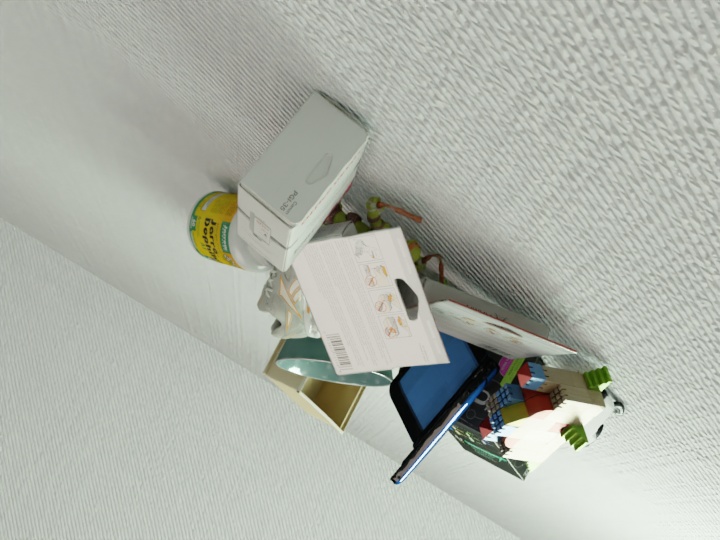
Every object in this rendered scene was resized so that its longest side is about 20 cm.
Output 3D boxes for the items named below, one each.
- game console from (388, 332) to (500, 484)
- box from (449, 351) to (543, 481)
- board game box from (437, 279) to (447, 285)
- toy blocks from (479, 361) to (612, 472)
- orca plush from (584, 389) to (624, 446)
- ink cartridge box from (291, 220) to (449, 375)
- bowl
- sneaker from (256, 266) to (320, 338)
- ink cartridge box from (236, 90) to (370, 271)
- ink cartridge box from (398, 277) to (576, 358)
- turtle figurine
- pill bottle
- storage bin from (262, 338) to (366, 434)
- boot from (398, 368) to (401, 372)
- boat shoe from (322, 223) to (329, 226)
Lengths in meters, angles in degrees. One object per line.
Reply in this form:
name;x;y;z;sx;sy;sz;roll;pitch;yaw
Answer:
game console;0.094;0.175;1.546;0.118;0.201;0.170;41;-150;10
box;0.215;0.208;1.680;0.123;0.150;0.200;23;163;33
board game box;0.064;0.068;1.613;0.048;0.100;0.200;65;165;4
toy blocks;0.235;0.198;1.493;0.135;0.101;0.201;13;135;-29
orca plush;0.340;0.201;1.629;0.104;0.072;0.200;-23;151;13
ink cartridge box;0.013;0.033;1.380;0.171;0.044;0.203;-9;116;28
bowl;-0.035;0.118;1.777;0.196;0.107;0.201;8;165;2
sneaker;-0.112;0.022;1.585;0.076;0.090;0.203;-103;3;-60
ink cartridge box;-0.070;-0.099;1.260;0.082;0.147;0.200;37;165;3
ink cartridge box;0.161;0.061;1.411;0.197;0.044;0.173;22;165;-19
turtle figurine;0.027;-0.033;1.443;0.159;0.065;0.200;20;162;37
pill bottle;-0.177;-0.058;1.681;0.198;0.114;0.113;14;158;50
storage bin;-0.059;0.158;1.974;0.093;0.201;0.200;19;162;32
boot;0.124;0.199;1.966;0.074;0.075;0.200;25;-174;-10
boat shoe;-0.026;0.021;1.464;0.074;0.066;0.201;31;156;40
